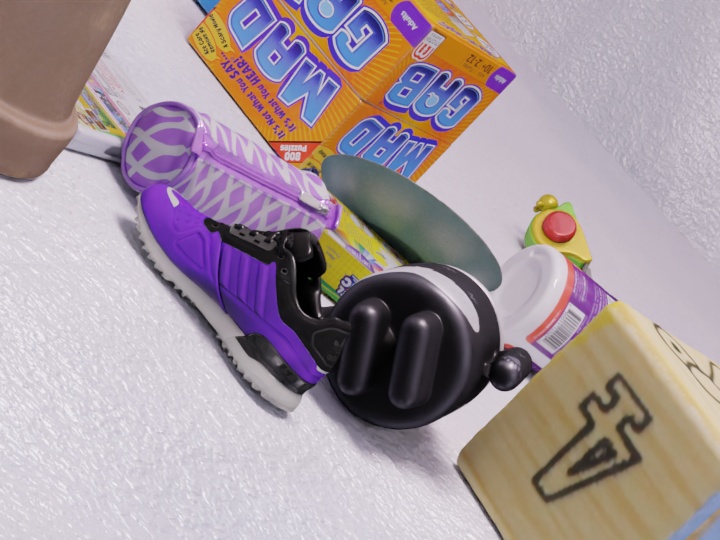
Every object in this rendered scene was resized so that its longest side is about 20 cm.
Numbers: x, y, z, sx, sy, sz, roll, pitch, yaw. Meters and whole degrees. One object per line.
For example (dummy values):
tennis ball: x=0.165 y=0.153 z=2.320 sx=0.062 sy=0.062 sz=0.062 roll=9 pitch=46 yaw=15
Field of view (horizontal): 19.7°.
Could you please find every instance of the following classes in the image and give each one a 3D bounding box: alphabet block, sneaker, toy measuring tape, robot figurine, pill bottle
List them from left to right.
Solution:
sneaker: x=-0.076 y=-0.003 z=1.488 sx=0.200 sy=0.100 sz=0.069 roll=50 pitch=13 yaw=19
robot figurine: x=0.042 y=0.059 z=1.612 sx=0.151 sy=0.125 sz=0.200 roll=52 pitch=15 yaw=7
toy measuring tape: x=0.245 y=-0.007 z=2.522 sx=0.073 sy=0.073 sz=0.201 roll=27 pitch=40 yaw=-51
pill bottle: x=0.225 y=0.070 z=2.112 sx=0.200 sy=0.111 sz=0.112 roll=37 pitch=16 yaw=-28
alphabet block: x=0.233 y=0.180 z=1.653 sx=0.195 sy=0.196 sz=0.200 roll=32 pitch=19 yaw=-45

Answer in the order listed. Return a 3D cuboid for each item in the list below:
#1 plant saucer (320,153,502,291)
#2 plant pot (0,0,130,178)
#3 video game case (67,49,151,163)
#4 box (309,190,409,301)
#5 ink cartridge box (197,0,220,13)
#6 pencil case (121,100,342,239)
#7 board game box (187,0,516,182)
plant saucer: x=0.037 y=-0.029 z=1.897 sx=0.200 sy=0.039 sz=0.201 roll=33 pitch=-18 yaw=12
plant pot: x=-0.237 y=-0.191 z=1.423 sx=0.200 sy=0.175 sz=0.200 roll=42 pitch=14 yaw=-13
video game case: x=-0.233 y=-0.159 z=1.654 sx=0.200 sy=0.022 sz=0.182 roll=52 pitch=15 yaw=21
box: x=0.000 y=0.000 z=1.812 sx=0.200 sy=0.048 sz=0.117 roll=43 pitch=14 yaw=-18
ink cartridge box: x=-0.154 y=-0.355 z=2.300 sx=0.200 sy=0.084 sz=0.146 roll=53 pitch=16 yaw=27
pencil case: x=-0.101 y=-0.067 z=1.633 sx=0.085 sy=0.084 sz=0.200 roll=8 pitch=-10 yaw=38
board game box: x=-0.007 y=-0.215 z=2.083 sx=0.200 sy=0.200 sz=0.200 roll=51 pitch=15 yaw=26
